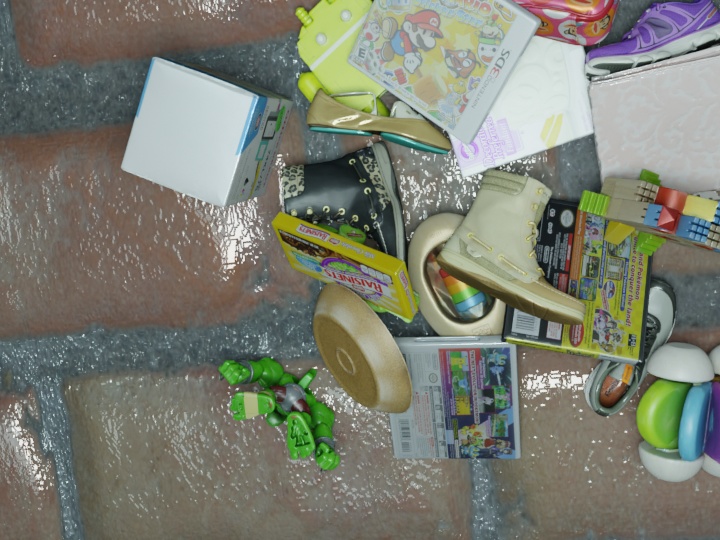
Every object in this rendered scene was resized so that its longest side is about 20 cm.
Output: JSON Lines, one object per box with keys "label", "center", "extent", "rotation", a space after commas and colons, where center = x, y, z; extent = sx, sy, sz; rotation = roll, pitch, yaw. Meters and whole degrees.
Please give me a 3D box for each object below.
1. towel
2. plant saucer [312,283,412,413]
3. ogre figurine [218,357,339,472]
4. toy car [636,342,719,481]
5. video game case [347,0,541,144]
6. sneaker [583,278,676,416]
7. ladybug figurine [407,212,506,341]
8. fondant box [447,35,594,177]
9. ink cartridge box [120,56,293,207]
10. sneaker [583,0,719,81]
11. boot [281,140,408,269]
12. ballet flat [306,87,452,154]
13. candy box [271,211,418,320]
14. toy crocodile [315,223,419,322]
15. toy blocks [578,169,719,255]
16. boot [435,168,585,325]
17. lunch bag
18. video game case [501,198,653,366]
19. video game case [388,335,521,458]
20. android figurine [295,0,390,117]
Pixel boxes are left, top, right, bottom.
{"label": "towel", "center": [0.388, -0.175, 1.186], "extent": [0.189, 0.032, 0.201], "rotation": [-10, 131, 12]}
{"label": "plant saucer", "center": [-0.008, 0.114, 1.272], "extent": [0.035, 0.200, 0.201], "rotation": [-31, 92, -25]}
{"label": "ogre figurine", "center": [-0.101, 0.189, 1.331], "extent": [0.198, 0.120, 0.099], "rotation": [23, 106, 7]}
{"label": "toy car", "center": [0.454, 0.188, 1.200], "extent": [0.198, 0.150, 0.177], "rotation": [1, 101, -16]}
{"label": "video game case", "center": [0.099, -0.286, 1.190], "extent": [0.199, 0.023, 0.183], "rotation": [36, 125, 10]}
{"label": "sneaker", "center": [0.363, 0.107, 1.257], "extent": [0.073, 0.079, 0.202], "rotation": [24, 100, 8]}
{"label": "ladybug figurine", "center": [0.139, 0.016, 1.286], "extent": [0.135, 0.072, 0.202], "rotation": [-22, 94, 12]}
{"label": "fondant box", "center": [0.207, -0.222, 1.246], "extent": [0.198, 0.058, 0.146], "rotation": [-18, 95, 13]}
{"label": "ink cartridge box", "center": [-0.195, -0.183, 1.250], "extent": [0.145, 0.200, 0.148], "rotation": [20, 102, 5]}
{"label": "sneaker", "center": [0.362, -0.290, 1.191], "extent": [0.198, 0.081, 0.084], "rotation": [-22, 80, -13]}
{"label": "boot", "center": [-0.020, -0.068, 1.260], "extent": [0.152, 0.074, 0.205], "rotation": [-10, 65, 0]}
{"label": "ballet flat", "center": [0.027, -0.199, 1.243], "extent": [0.198, 0.069, 0.064], "rotation": [11, 92, 5]}
{"label": "candy box", "center": [-0.020, -0.007, 1.224], "extent": [0.199, 0.103, 0.026], "rotation": [23, 64, 30]}
{"label": "toy crocodile", "center": [0.000, 0.000, 1.291], "extent": [0.200, 0.062, 0.068], "rotation": [41, 128, 23]}
{"label": "toy blocks", "center": [0.388, -0.064, 1.153], "extent": [0.198, 0.137, 0.101], "rotation": [16, 93, -23]}
{"label": "boot", "center": [0.215, -0.032, 1.196], "extent": [0.199, 0.073, 0.156], "rotation": [26, 78, 21]}
{"label": "lunch bag", "center": [0.236, -0.384, 1.184], "extent": [0.198, 0.082, 0.178], "rotation": [15, 77, 18]}
{"label": "video game case", "center": [0.285, 0.010, 1.235], "extent": [0.179, 0.026, 0.202], "rotation": [9, 74, 3]}
{"label": "video game case", "center": [0.126, 0.176, 1.302], "extent": [0.180, 0.023, 0.202], "rotation": [-2, 120, 10]}
{"label": "android figurine", "center": [-0.004, -0.292, 1.283], "extent": [0.182, 0.041, 0.201], "rotation": [-38, 92, 13]}
